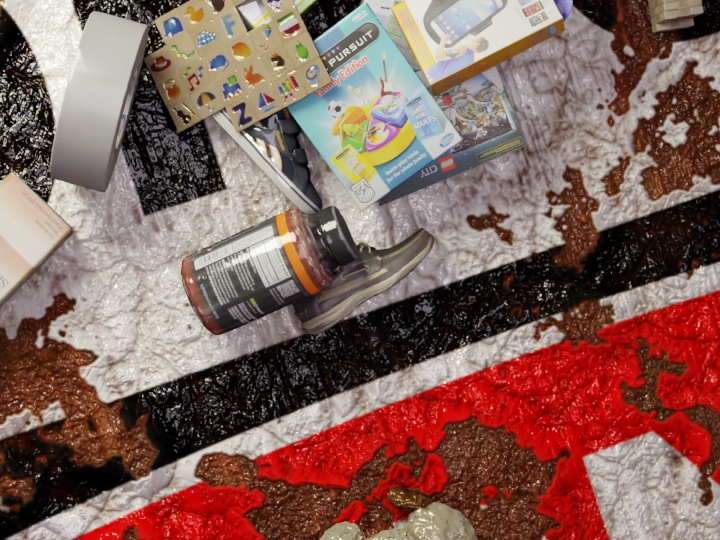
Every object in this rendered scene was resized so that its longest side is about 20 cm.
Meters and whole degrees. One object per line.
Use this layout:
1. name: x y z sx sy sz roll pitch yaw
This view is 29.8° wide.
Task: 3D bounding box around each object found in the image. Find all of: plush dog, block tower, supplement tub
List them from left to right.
1. supplement tub: -0.106 -0.006 1.622 0.200 0.107 0.107 -24 93 7
2. plush dog: 0.072 0.358 1.662 0.172 0.160 0.200 -42 96 -30
3. block tower: 0.395 -0.413 1.745 0.054 0.058 0.200 -9 92 -8

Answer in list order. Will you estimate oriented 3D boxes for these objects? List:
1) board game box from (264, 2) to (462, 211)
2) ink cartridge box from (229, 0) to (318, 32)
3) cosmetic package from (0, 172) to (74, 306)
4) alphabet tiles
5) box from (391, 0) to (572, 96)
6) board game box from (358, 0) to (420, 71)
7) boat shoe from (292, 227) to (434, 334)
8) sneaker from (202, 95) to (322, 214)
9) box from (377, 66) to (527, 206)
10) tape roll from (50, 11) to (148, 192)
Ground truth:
1. board game box: 0.005 -0.196 1.634 0.151 0.047 0.200 -36 97 8
2. ink cartridge box: -0.132 -0.393 1.655 0.148 0.076 0.200 -44 97 -6
3. cosmetic package: -0.444 -0.010 1.602 0.103 0.087 0.200 43 84 -7
4. alphabet tiles: -0.155 -0.254 1.616 0.200 0.008 0.167 -26 90 16
5. box: 0.151 -0.308 1.626 0.200 0.041 0.119 -27 70 6
6. board game box: 0.084 -0.346 1.705 0.153 0.040 0.200 21 87 -8
7. boat shoe: 0.000 0.000 1.676 0.200 0.074 0.073 -35 95 -8
8. sneaker: -0.101 -0.156 1.658 0.079 0.078 0.200 -41 94 -1
9. box: 0.088 -0.181 1.677 0.200 0.038 0.137 -22 100 6
10. tape roll: -0.301 -0.194 1.567 0.066 0.200 0.201 14 88 -8
